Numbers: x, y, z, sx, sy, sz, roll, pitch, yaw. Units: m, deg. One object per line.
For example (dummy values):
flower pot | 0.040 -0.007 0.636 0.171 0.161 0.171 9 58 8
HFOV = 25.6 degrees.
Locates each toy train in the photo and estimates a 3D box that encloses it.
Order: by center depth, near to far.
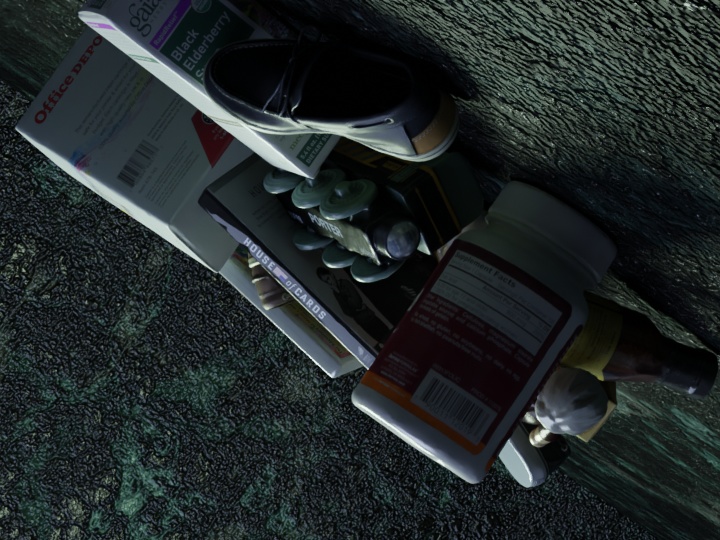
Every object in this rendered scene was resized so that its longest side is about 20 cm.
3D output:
toy train | 0.007 -0.059 1.225 0.200 0.114 0.085 28 148 59

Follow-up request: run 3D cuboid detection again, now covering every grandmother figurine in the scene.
grandmother figurine | 0.123 0.095 1.272 0.121 0.061 0.200 38 164 -26

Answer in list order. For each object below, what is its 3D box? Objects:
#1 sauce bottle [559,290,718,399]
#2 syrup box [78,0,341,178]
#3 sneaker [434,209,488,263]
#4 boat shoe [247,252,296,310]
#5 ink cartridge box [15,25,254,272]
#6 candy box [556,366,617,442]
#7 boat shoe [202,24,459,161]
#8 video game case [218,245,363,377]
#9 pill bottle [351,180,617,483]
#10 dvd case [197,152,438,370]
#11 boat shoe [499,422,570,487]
sauce bottle | 0.188 0.054 1.261 0.200 0.066 0.066 22 177 -11
syrup box | -0.100 -0.159 1.166 0.200 0.079 0.081 37 174 -27
sneaker | 0.137 0.020 1.351 0.088 0.076 0.200 29 173 40
boat shoe | -0.002 0.001 1.457 0.202 0.075 0.075 -7 172 -13
ink cartridge box | -0.192 -0.123 1.514 0.200 0.145 0.145 33 173 21
candy box | 0.161 0.076 1.584 0.200 0.056 0.117 34 -161 -3
boat shoe | -0.027 -0.124 1.059 0.200 0.075 0.062 19 164 32
video game case | -0.047 0.020 1.620 0.200 0.024 0.182 42 -153 18
pill bottle | 0.092 0.042 1.152 0.114 0.200 0.114 34 174 4
dvd case | -0.022 -0.024 1.325 0.200 0.150 0.025 44 130 3
boat shoe | 0.136 0.106 1.503 0.200 0.066 0.070 59 160 1
